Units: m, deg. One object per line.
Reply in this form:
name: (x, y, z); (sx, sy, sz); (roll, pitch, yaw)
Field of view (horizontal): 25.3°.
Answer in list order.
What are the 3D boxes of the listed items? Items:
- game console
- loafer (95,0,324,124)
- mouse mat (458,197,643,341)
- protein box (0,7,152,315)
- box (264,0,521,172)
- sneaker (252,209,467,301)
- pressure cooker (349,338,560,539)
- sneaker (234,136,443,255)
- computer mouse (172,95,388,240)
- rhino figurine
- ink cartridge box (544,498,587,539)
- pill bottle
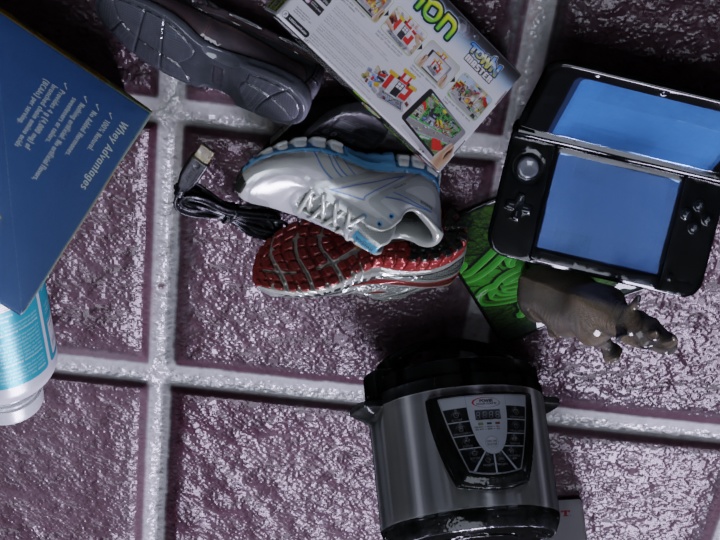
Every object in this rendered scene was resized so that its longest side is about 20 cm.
game console: (0.226, -0.073, 1.362); (0.198, 0.116, 0.178); (13, 97, -4)
loafer: (-0.123, -0.191, 1.338); (0.199, 0.063, 0.072); (28, 146, 0)
mouse mat: (0.186, -0.020, 1.486); (0.198, 0.008, 0.161); (-22, 124, 20)
protein box: (-0.313, -0.108, 1.306); (0.199, 0.135, 0.200); (33, 90, -21)
box: (0.029, -0.186, 1.315); (0.200, 0.035, 0.110); (42, 89, -26)
sneaker: (0.000, 0.000, 1.458); (0.198, 0.079, 0.082); (-5, 146, 2)
pressure cooker: (0.091, 0.162, 1.515); (0.177, 0.202, 0.176); (-15, 159, 25)
sneaker: (-0.010, -0.057, 1.370); (0.198, 0.087, 0.075); (3, 147, -25)
computer mouse: (-0.077, -0.105, 1.393); (0.139, 0.046, 0.200); (14, 139, -36)
rhino figurine: (0.212, 0.041, 1.431); (0.087, 0.199, 0.060); (39, 80, -32)
ink cartridge box: (0.170, 0.360, 1.660); (0.144, 0.201, 0.146); (-4, 130, 6)
pill bottle: (-0.343, 0.048, 1.494); (0.109, 0.111, 0.202); (0, 127, 2)
